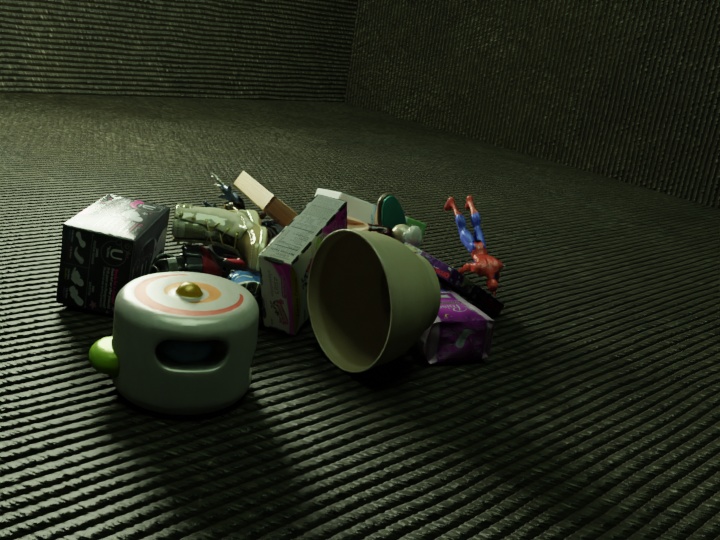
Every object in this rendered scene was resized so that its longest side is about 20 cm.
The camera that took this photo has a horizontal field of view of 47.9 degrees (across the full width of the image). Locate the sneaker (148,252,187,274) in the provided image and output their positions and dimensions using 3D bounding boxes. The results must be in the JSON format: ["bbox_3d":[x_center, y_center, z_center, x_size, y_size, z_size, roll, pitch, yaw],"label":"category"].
[{"bbox_3d":[-0.281,0.033,1.205,0.069,0.101,0.200,-1,24,-26],"label":"sneaker"}]

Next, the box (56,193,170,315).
[{"bbox_3d":[-0.387,-0.027,1.292,0.113,0.134,0.200,12,18,0],"label":"box"}]

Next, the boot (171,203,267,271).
[{"bbox_3d":[-0.239,-0.059,1.361,0.153,0.073,0.200,7,21,-20],"label":"boot"}]

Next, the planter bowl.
[{"bbox_3d":[0.031,0.037,1.179,0.134,0.203,0.200,-6,23,-38],"label":"planter bowl"}]

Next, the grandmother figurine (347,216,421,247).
[{"bbox_3d":[0.012,-0.067,1.428,0.197,0.061,0.121,6,15,-9],"label":"grandmother figurine"}]

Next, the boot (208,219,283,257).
[{"bbox_3d":[-0.184,-0.058,1.551,0.198,0.074,0.090,-14,9,-30],"label":"boot"}]

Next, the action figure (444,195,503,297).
[{"bbox_3d":[0.201,-0.028,1.446,0.064,0.100,0.201,-6,50,-13],"label":"action figure"}]

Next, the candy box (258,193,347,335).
[{"bbox_3d":[-0.086,-0.013,1.296,0.060,0.138,0.200,15,39,20],"label":"candy box"}]

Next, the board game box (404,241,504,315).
[{"bbox_3d":[0.163,0.017,1.430,0.120,0.032,0.199,37,3,40],"label":"board game box"}]

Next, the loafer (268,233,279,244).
[{"bbox_3d":[-0.093,-0.034,1.559,0.198,0.076,0.069,8,10,-32],"label":"loafer"}]

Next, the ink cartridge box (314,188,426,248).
[{"bbox_3d":[0.008,-0.092,1.627,0.198,0.085,0.145,18,1,-24],"label":"ink cartridge box"}]

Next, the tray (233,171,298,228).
[{"bbox_3d":[-0.167,-0.123,1.522,0.098,0.037,0.200,39,1,-30],"label":"tray"}]

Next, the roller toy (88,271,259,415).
[{"bbox_3d":[-0.220,0.081,1.029,0.181,0.141,0.200,18,21,24],"label":"roller toy"}]

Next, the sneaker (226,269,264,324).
[{"bbox_3d":[-0.187,0.044,1.287,0.088,0.080,0.200,8,9,22],"label":"sneaker"}]

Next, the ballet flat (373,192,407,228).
[{"bbox_3d":[0.058,-0.059,1.530,0.068,0.202,0.067,-37,33,-27],"label":"ballet flat"}]

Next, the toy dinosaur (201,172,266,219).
[{"bbox_3d":[-0.264,-0.103,1.623,0.199,0.105,0.182,38,-5,18],"label":"toy dinosaur"}]

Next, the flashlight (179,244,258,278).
[{"bbox_3d":[-0.216,-0.011,1.428,0.198,0.069,0.068,-1,17,-23],"label":"flashlight"}]

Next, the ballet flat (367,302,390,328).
[{"bbox_3d":[-0.006,0.055,1.341,0.063,0.068,0.200,-30,28,-14],"label":"ballet flat"}]

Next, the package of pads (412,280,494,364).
[{"bbox_3d":[0.115,0.075,1.310,0.119,0.077,0.200,-2,21,-23],"label":"package of pads"}]
